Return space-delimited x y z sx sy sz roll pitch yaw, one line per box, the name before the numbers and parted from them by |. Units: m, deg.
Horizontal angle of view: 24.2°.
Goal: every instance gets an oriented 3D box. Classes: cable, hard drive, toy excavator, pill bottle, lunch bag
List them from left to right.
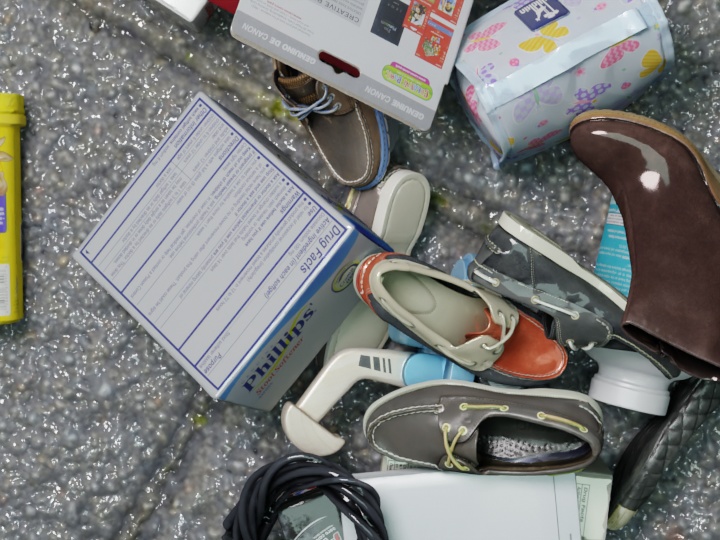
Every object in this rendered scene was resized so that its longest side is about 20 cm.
cable | -0.044 0.242 1.402 0.163 0.051 0.200 53 129 18
toy excavator | 0.043 0.074 1.453 0.199 0.100 0.196 11 89 -6
hard drive | 0.086 0.230 1.416 0.199 0.027 0.133 -5 97 4
lunch bag | 0.164 -0.176 1.409 0.169 0.200 0.128 -29 90 2
pill bottle | 0.253 0.020 1.454 0.110 0.111 0.201 14 91 1

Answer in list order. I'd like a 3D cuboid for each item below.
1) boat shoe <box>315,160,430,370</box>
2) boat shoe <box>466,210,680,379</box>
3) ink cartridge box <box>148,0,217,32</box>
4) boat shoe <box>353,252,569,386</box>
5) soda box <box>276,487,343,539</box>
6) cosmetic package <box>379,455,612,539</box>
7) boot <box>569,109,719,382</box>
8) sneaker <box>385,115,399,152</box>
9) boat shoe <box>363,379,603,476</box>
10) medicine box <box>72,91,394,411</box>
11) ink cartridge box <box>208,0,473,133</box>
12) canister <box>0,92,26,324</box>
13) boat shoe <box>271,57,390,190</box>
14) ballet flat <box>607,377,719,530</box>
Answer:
boat shoe | 0.000 0.000 1.486 0.059 0.072 0.201 28 105 41
boat shoe | 0.178 0.033 1.363 0.199 0.072 0.068 34 95 -10
ink cartridge box | -0.118 -0.309 1.440 0.083 0.147 0.200 35 92 -5
boat shoe | 0.088 0.041 1.370 0.199 0.063 0.072 27 83 -14
soda box | -0.010 0.286 1.483 0.063 0.071 0.201 -21 90 3
cosmetic package | 0.113 0.207 1.470 0.199 0.087 0.104 8 95 2
boot | 0.233 -0.024 1.329 0.199 0.072 0.167 32 55 -6
sneaker | -0.030 -0.197 1.486 0.111 0.073 0.201 -5 95 16
boat shoe | 0.099 0.133 1.377 0.200 0.061 0.072 -2 111 7
medicine box | -0.108 -0.014 1.429 0.200 0.103 0.182 42 96 23
ink cartridge box | -0.016 -0.221 1.345 0.199 0.084 0.177 24 76 -27
canister | -0.370 -0.053 1.482 0.147 0.087 0.201 0 92 2
boat shoe | -0.040 -0.158 1.420 0.072 0.072 0.201 -20 95 29
ballet flat | 0.279 0.149 1.479 0.057 0.066 0.200 35 93 -9
